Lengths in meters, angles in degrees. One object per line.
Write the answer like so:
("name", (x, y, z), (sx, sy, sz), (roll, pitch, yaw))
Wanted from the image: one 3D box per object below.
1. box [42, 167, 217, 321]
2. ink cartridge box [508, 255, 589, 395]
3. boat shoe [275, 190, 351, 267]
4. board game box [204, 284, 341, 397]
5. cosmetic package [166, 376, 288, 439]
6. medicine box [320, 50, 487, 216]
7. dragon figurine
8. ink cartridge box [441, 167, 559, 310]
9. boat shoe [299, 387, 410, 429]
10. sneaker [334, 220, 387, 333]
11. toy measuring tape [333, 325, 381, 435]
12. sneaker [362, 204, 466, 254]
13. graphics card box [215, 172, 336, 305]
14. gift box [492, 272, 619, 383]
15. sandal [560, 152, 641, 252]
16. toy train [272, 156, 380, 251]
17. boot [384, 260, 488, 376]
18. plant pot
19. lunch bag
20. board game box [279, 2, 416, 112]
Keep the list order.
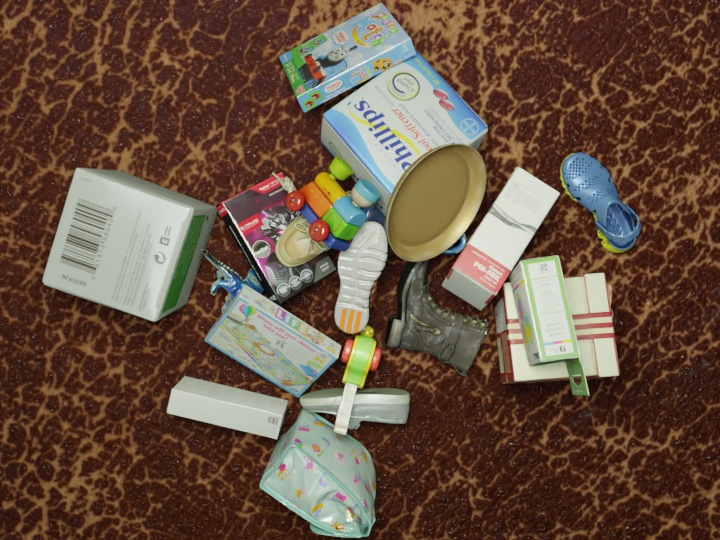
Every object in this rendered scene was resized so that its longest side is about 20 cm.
("box", (-0.379, -0.047, 1.079), (0.200, 0.171, 0.199), (20, 97, -2))
("ink cartridge box", (0.273, 0.087, 0.940), (0.059, 0.104, 0.201), (-10, 78, 3))
("boat shoe", (-0.059, -0.080, 1.089), (0.200, 0.063, 0.073), (-41, 100, -20))
("board game box", (-0.153, 0.127, 1.118), (0.200, 0.034, 0.134), (35, 124, -13))
("cosmetic package", (-0.236, 0.247, 1.156), (0.199, 0.083, 0.051), (14, 99, 0))
("medicine box", (0.067, -0.218, 1.042), (0.200, 0.103, 0.182), (-38, 81, -14))
("dragon figurine", (-0.203, 0.029, 1.120), (0.099, 0.059, 0.200), (-10, 120, 11))
("ink cartridge box", (0.227, -0.048, 1.051), (0.083, 0.147, 0.200), (33, 80, 8))
("boat shoe", (-0.009, 0.253, 1.157), (0.200, 0.070, 0.072), (0, 92, -2))
("sneaker", (0.000, 0.000, 1.104), (0.077, 0.112, 0.200), (17, 110, 1))
("toy measuring tape", (-0.008, 0.180, 1.108), (0.073, 0.074, 0.200), (17, 58, -1))
("sneaker", (0.093, -0.075, 1.090), (0.200, 0.082, 0.074), (12, 100, -19))
("graphics card box", (-0.145, -0.054, 1.110), (0.125, 0.051, 0.200), (-31, 96, -26))
("gift box", (0.329, 0.097, 1.083), (0.186, 0.200, 0.185), (-5, 83, 5))
("sandal", (0.419, -0.118, 1.100), (0.079, 0.087, 0.200), (-38, 93, 7))
("toy train", (-0.060, -0.136, 1.017), (0.116, 0.085, 0.200), (-48, 62, 17))
("boot", (0.146, 0.076, 1.144), (0.174, 0.069, 0.200), (14, 101, -6))
("plant pot", (0.113, -0.107, 0.993), (0.027, 0.200, 0.200), (41, 98, 39))
("lunch bag", (-0.058, 0.360, 1.120), (0.200, 0.170, 0.122), (38, 102, -5))
("board game box", (-0.026, -0.354, 1.056), (0.200, 0.151, 0.037), (-26, 136, 3))
